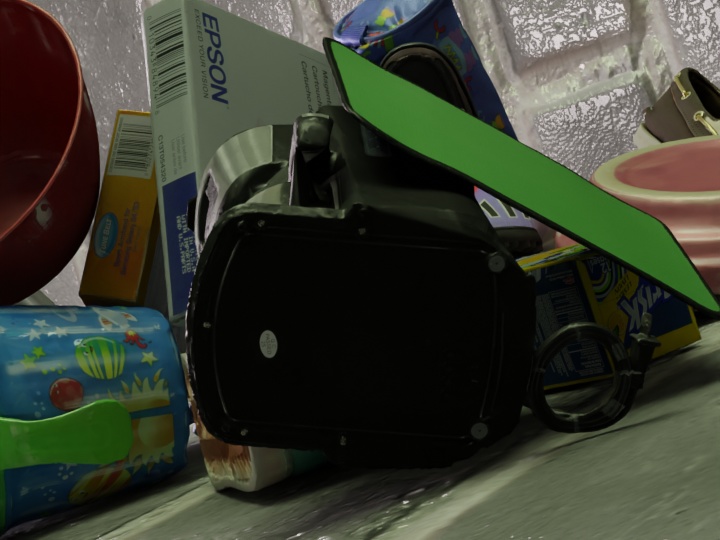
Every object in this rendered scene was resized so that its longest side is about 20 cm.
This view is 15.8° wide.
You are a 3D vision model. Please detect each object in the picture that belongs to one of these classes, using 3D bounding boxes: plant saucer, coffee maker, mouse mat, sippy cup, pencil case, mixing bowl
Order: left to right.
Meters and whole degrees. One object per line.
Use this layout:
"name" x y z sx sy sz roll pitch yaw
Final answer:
"mixing bowl" -0.228 -0.050 1.516 0.199 0.201 0.108 -17 -36 15
"sippy cup" -0.167 0.076 1.445 0.130 0.140 0.178 -8 43 -15
"coffee maker" 0.015 0.011 1.169 0.135 0.192 0.200 -61 9 14
"pencil case" 0.052 -0.083 1.639 0.087 0.201 0.078 -37 22 -32
"mouse mat" 0.072 -0.044 1.192 0.008 0.199 0.161 -60 12 13
"plant saucer" 0.208 -0.037 1.458 0.199 0.051 0.201 -7 16 2

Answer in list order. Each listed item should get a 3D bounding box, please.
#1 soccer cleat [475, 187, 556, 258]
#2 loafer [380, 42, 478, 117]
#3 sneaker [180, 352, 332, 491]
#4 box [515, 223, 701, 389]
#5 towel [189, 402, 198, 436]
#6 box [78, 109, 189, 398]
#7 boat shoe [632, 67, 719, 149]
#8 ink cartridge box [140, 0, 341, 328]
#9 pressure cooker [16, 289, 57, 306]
"soccer cleat" 0.078 -0.028 1.521 0.068 0.073 0.200 -37 -11 23
"loafer" 0.043 -0.036 1.574 0.071 0.201 0.063 -3 14 2
"sneaker" -0.039 0.070 1.303 0.080 0.072 0.200 -14 7 -13
"box" 0.078 0.029 1.346 0.070 0.065 0.200 -20 4 -38
"towel" -0.057 0.033 1.697 0.147 0.024 0.200 -63 -6 9
"box" -0.122 -0.003 1.577 0.041 0.120 0.200 7 -21 8
"boat shoe" 0.238 -0.071 1.630 0.072 0.060 0.200 20 14 -26
"ink cartridge box" -0.042 -0.045 1.531 0.043 0.197 0.200 -24 -27 35
"pressure cooker" -0.270 0.064 1.631 0.179 0.200 0.176 -49 -2 33
